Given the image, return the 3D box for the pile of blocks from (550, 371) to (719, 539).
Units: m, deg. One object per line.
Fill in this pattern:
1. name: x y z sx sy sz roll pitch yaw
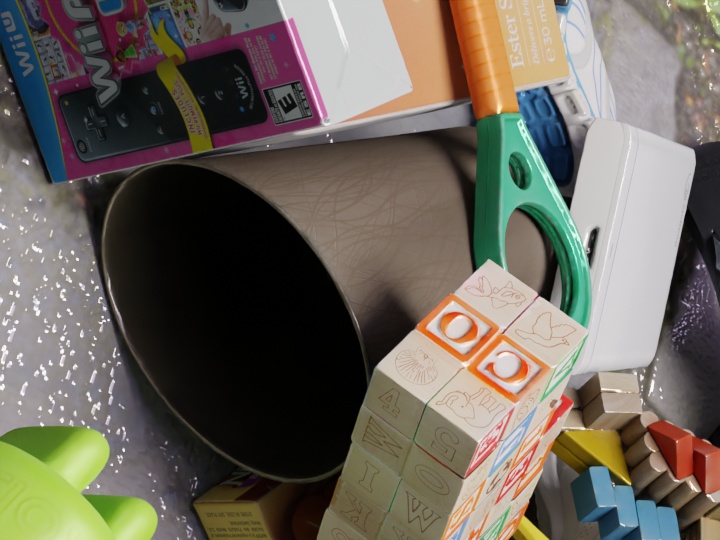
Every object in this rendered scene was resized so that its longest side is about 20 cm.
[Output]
1. pile of blocks: 0.172 0.124 1.255 0.200 0.062 0.082 34 55 -3

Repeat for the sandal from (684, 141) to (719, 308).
1. sandal: 0.236 -0.006 1.414 0.076 0.200 0.043 -19 141 -13

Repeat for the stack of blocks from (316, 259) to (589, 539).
1. stack of blocks: 0.043 0.086 1.137 0.059 0.200 0.115 36 53 15

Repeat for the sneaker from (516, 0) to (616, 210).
1. sneaker: 0.104 -0.122 1.381 0.087 0.075 0.200 -4 84 -68

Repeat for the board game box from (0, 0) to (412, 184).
1. board game box: -0.086 -0.127 1.112 0.064 0.200 0.148 -28 103 -40

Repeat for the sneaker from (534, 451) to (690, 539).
1. sneaker: 0.145 0.141 1.332 0.078 0.099 0.200 56 34 -36

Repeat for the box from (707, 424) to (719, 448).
1. box: 0.327 0.129 1.457 0.200 0.124 0.149 47 54 0

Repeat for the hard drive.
1. hard drive: 0.144 -0.011 1.333 0.200 0.027 0.132 3 99 -73

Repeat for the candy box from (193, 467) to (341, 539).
1. candy box: 0.006 0.177 1.256 0.117 0.056 0.200 -36 110 -39

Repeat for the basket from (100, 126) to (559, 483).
1. basket: 0.000 0.000 1.219 0.180 0.136 0.200 43 37 21

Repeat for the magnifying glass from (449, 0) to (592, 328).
1. magnifying glass: 0.074 -0.056 1.207 0.080 0.022 0.200 -7 81 -54

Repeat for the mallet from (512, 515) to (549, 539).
1. mallet: 0.093 0.136 1.251 0.041 0.200 0.066 -28 146 -34

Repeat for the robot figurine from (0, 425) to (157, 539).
1. robot figurine: -0.179 0.153 1.054 0.200 0.116 0.176 -49 121 -33

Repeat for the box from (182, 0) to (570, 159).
1. box: -0.008 -0.149 1.247 0.200 0.106 0.152 -16 96 -42
